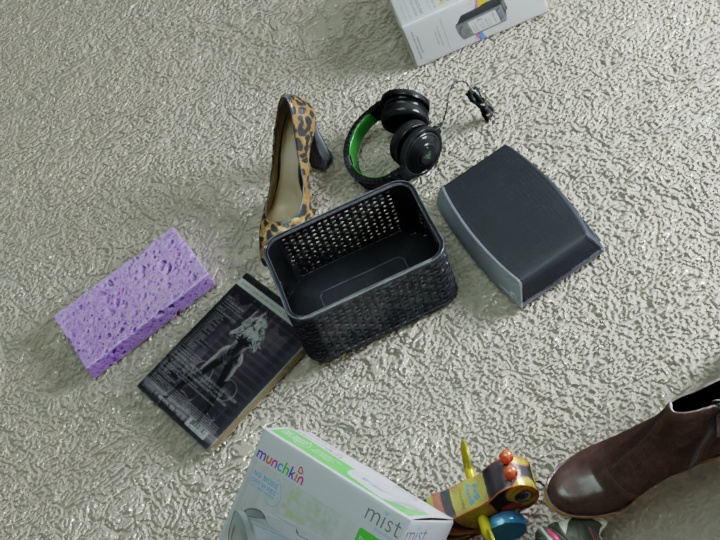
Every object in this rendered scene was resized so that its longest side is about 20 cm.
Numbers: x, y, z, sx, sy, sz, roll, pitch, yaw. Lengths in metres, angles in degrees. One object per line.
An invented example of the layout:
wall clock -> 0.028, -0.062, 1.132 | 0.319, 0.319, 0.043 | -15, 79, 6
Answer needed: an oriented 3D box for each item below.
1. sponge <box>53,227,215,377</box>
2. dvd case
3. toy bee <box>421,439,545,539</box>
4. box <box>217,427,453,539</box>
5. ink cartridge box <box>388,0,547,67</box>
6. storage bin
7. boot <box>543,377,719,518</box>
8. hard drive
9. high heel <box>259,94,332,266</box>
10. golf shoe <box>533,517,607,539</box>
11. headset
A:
sponge -> -0.295, 0.040, 1.553 | 0.199, 0.030, 0.112 | -37, 51, -6
dvd case -> -0.160, 0.109, 1.458 | 0.148, 0.016, 0.200 | 33, 74, 36
toy bee -> 0.135, 0.219, 1.205 | 0.199, 0.109, 0.131 | -37, 50, -6
box -> -0.034, 0.282, 1.201 | 0.199, 0.096, 0.178 | 27, 95, 34
ink cartridge box -> 0.138, -0.390, 1.642 | 0.199, 0.086, 0.148 | -23, 51, 7
storage bin -> 0.000, 0.000, 1.411 | 0.199, 0.094, 0.136 | -24, 51, -3
boot -> 0.269, 0.157, 1.112 | 0.198, 0.167, 0.073 | -18, 60, -8
hard drive -> 0.184, -0.062, 1.421 | 0.134, 0.042, 0.200 | -33, 51, -2
high heel -> -0.104, -0.118, 1.513 | 0.071, 0.143, 0.201 | 9, 61, 27
golf shoe -> 0.238, 0.319, 1.113 | 0.087, 0.077, 0.201 | -17, 62, -23
headset -> 0.073, -0.177, 1.544 | 0.199, 0.094, 0.124 | -30, 53, 20
